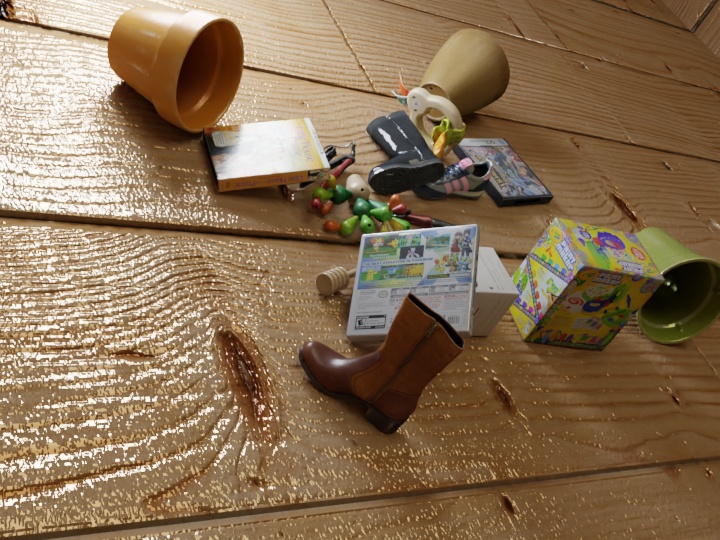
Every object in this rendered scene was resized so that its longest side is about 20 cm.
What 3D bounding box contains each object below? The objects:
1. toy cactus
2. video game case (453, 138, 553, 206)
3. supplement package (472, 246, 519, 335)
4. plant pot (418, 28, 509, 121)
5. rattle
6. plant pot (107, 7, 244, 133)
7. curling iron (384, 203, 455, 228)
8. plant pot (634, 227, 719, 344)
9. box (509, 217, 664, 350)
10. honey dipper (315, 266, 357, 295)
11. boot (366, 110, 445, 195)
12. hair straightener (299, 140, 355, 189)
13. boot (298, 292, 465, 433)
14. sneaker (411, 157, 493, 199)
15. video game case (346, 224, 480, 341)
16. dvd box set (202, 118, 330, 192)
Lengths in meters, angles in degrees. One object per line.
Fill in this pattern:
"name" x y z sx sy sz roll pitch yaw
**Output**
"toy cactus" -0.001 -0.127 1.528 0.196 0.103 0.166 9 33 -16
"video game case" 0.317 -0.224 1.912 0.179 0.026 0.201 -7 51 -41
"supplement package" 0.144 0.033 1.423 0.197 0.110 0.115 3 45 -33
"plant pot" 0.220 -0.433 1.972 0.186 0.187 0.200 39 50 10
"rattle" 0.114 -0.314 1.793 0.200 0.130 0.143 47 64 -2
"plant pot" -0.332 -0.367 1.486 0.181 0.203 0.200 24 34 18
"curling iron" 0.131 -0.090 1.620 0.197 0.026 0.049 17 2 -26
"plant pot" 0.620 0.014 1.745 0.197 0.202 0.185 15 28 -21
"box" 0.399 0.030 1.542 0.197 0.194 0.123 9 41 -28
"honey dipper" 0.000 0.000 1.423 0.038 0.038 0.199 45 35 18
"boot" 0.058 -0.242 1.707 0.162 0.066 0.201 -10 46 -21
"hair straightener" -0.064 -0.205 1.598 0.076 0.041 0.200 34 42 4
"boot" 0.022 0.110 1.170 0.188 0.201 0.068 40 37 12
"sneaker" 0.186 -0.196 1.735 0.197 0.083 0.071 -8 51 -36
"video game case" 0.082 0.019 1.310 0.022 0.197 0.185 51 41 -52
"dvd box set" -0.165 -0.204 1.484 0.196 0.030 0.148 -8 48 -17
